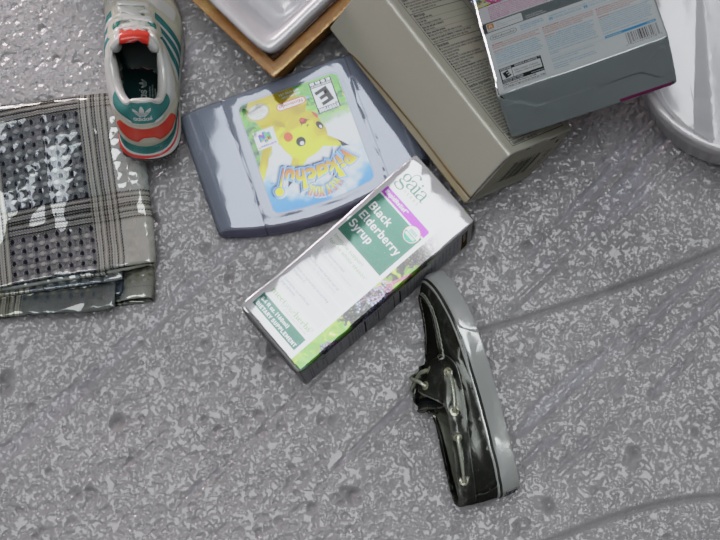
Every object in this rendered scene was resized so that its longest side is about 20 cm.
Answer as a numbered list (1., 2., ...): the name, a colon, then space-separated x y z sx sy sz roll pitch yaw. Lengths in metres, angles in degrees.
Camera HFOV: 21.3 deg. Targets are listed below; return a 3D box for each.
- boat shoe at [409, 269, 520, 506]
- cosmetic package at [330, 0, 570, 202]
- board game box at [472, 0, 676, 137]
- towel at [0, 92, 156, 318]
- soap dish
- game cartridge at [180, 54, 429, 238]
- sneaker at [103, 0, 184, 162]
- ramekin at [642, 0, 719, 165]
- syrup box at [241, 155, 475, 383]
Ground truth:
1. boat shoe: 0.077 0.099 1.624 0.063 0.071 0.201 -15 78 -11
2. cosmetic package: 0.078 -0.166 1.665 0.103 0.073 0.200 -22 70 -48
3. board game box: 0.170 -0.225 1.621 0.147 0.064 0.201 -17 54 8
4. towel: -0.279 -0.056 1.698 0.191 0.035 0.201 -7 78 1
5. soap dish: -0.056 -0.282 1.709 0.200 0.081 0.157 -44 73 -8
6. game cartridge: -0.047 -0.108 1.700 0.199 0.040 0.134 -20 81 -2
7. sneaker: -0.190 -0.200 1.680 0.070 0.094 0.201 -4 62 -4
8. ramekin: 0.331 -0.183 1.669 0.201 0.094 0.204 0 77 2
9. syrup box: 0.000 0.000 1.649 0.200 0.081 0.079 -41 80 -5
